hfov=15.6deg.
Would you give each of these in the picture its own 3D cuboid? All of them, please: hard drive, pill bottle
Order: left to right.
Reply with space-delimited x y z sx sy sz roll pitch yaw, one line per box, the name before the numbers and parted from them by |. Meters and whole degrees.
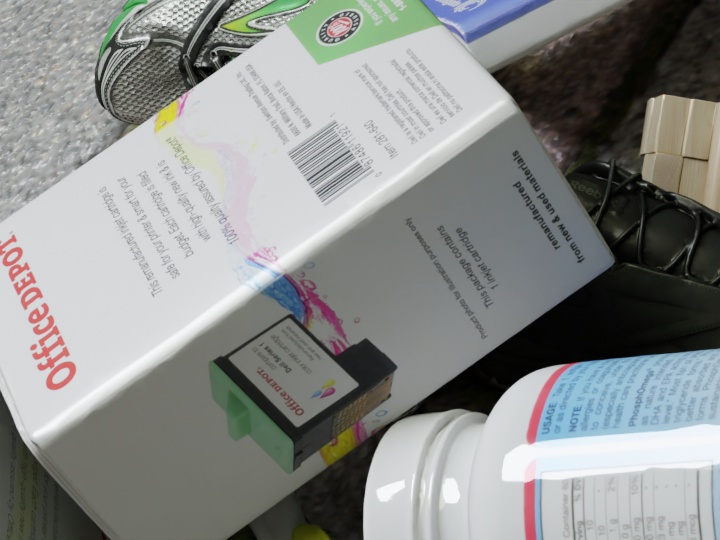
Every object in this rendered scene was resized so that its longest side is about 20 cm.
hard drive | 0.112 -0.142 1.104 0.199 0.025 0.132 -27 18 -10
pill bottle | 0.107 0.081 0.867 0.199 0.109 0.109 -6 42 28

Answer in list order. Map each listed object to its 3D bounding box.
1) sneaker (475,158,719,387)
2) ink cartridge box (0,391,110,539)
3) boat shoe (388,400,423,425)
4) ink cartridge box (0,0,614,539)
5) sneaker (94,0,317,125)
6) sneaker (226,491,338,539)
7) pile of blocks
sneaker | 0.109 0.004 0.972 0.199 0.091 0.076 4 46 35
ink cartridge box | -0.163 0.094 0.957 0.083 0.200 0.145 -23 37 13
boat shoe | 0.000 0.000 1.072 0.071 0.063 0.200 -23 37 5
ink cartridge box | -0.032 -0.003 0.945 0.200 0.084 0.145 -35 32 0
sneaker | -0.034 -0.100 1.202 0.199 0.078 0.085 -11 41 22
sneaker | -0.053 0.113 0.965 0.085 0.075 0.200 -36 37 -9
pile of blocks | 0.183 -0.027 0.999 0.200 0.082 0.062 10 91 51
